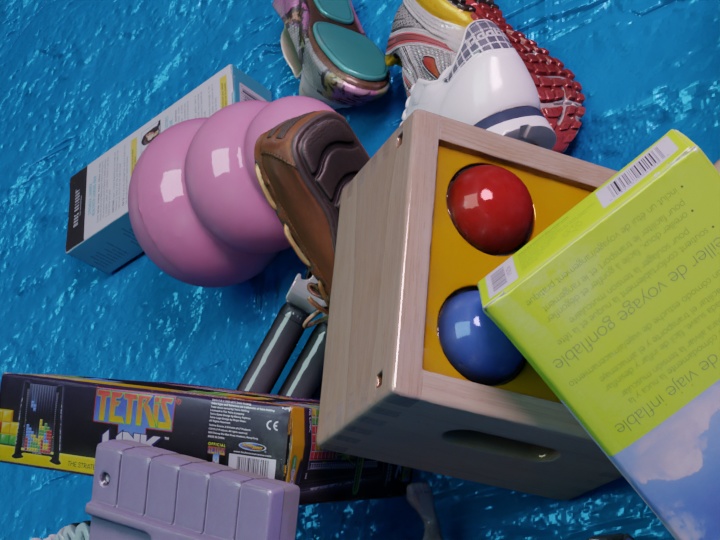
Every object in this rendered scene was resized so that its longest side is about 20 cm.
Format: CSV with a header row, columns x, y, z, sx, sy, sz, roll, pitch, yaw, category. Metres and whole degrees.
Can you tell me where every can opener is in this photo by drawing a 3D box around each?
x,y,z,sx,sy,sz,roll,pitch,yaw,category
-0.038,0.046,0.976,0.201,0.052,0.066,-62,6,-5,can opener

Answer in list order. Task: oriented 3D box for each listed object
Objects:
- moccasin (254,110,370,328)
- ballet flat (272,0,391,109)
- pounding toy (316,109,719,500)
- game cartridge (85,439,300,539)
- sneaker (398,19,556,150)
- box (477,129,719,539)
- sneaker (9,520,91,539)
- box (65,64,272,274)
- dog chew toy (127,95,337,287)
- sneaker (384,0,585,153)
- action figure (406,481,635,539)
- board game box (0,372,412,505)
x,y,z,sx,sy,sz,roll,pitch,yaw,category
-0.001,0.001,0.859,0.074,0.202,0.078,-46,19,-29,moccasin
-0.027,-0.167,1.081,0.071,0.069,0.201,-59,32,29,ballet flat
0.101,0.008,0.757,0.142,0.199,0.185,137,143,-58,pounding toy
-0.095,0.198,0.734,0.129,0.038,0.202,8,94,40,game cartridge
0.051,-0.073,0.880,0.200,0.076,0.081,-44,63,55,sneaker
0.163,0.049,0.666,0.122,0.200,0.048,-38,13,11,box
-0.203,0.225,1.021,0.199,0.075,0.082,-21,66,39,sneaker
-0.158,-0.079,1.165,0.199,0.049,0.083,-29,48,31,box
-0.078,-0.063,1.001,0.199,0.124,0.125,-23,51,48,dog chew toy
0.079,-0.124,0.943,0.083,0.077,0.200,-63,35,23,sneaker
0.066,0.205,0.758,0.199,0.105,0.194,-32,47,-10,action figure
-0.089,0.098,0.852,0.199,0.165,0.057,4,87,26,board game box
